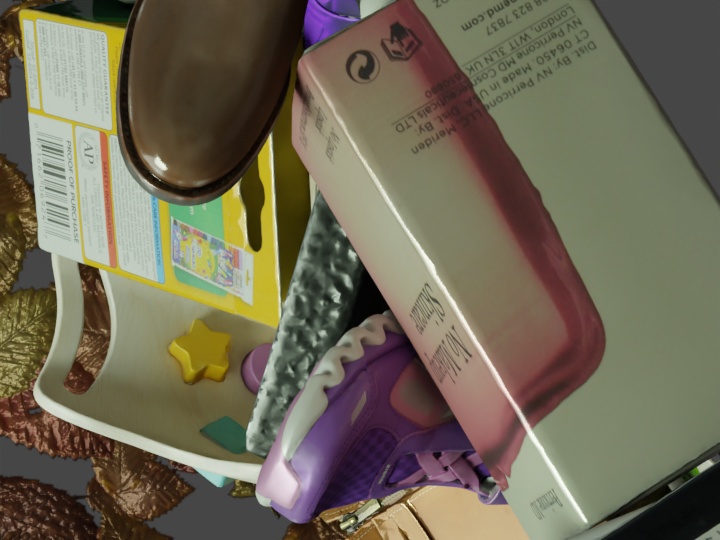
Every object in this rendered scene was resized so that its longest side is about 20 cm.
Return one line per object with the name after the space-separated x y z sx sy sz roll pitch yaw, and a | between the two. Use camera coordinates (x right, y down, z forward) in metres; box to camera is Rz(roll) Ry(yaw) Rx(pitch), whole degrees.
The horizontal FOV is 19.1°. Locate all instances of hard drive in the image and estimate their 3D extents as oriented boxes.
0.000 0.000 1.005 0.033 0.141 0.200 19 -167 6 | hard drive

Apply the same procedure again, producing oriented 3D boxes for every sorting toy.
-0.090 0.037 1.203 0.107 0.178 0.202 123 155 -58 | sorting toy

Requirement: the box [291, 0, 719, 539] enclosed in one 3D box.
0.068 -0.008 0.816 0.201 0.108 0.128 59 171 8 | box

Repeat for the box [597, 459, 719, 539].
0.143 0.175 0.692 0.117 0.196 0.201 44 163 57 | box

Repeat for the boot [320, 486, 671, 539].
0.062 0.127 1.023 0.076 0.155 0.201 -4 -122 -58 | boot

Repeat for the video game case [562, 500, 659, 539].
0.109 0.134 0.815 0.200 0.180 0.024 74 173 -61 | video game case

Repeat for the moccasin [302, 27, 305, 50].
-0.006 -0.104 1.113 0.069 0.080 0.200 59 -173 -12 | moccasin

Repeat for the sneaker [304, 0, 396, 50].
0.005 -0.140 0.917 0.100 0.069 0.200 66 168 4 | sneaker

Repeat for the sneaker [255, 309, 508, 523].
0.037 0.064 0.907 0.088 0.200 0.081 42 123 17 | sneaker

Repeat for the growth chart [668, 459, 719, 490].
0.114 0.031 1.003 0.201 0.018 0.145 60 173 -14 | growth chart

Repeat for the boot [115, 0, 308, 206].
-0.028 -0.136 0.712 0.064 0.188 0.200 17 159 -7 | boot

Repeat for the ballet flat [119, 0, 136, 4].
-0.088 -0.226 1.071 0.067 0.063 0.202 60 -146 -70 | ballet flat

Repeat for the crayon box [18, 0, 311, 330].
-0.085 -0.056 1.027 0.199 0.051 0.127 17 116 47 | crayon box
